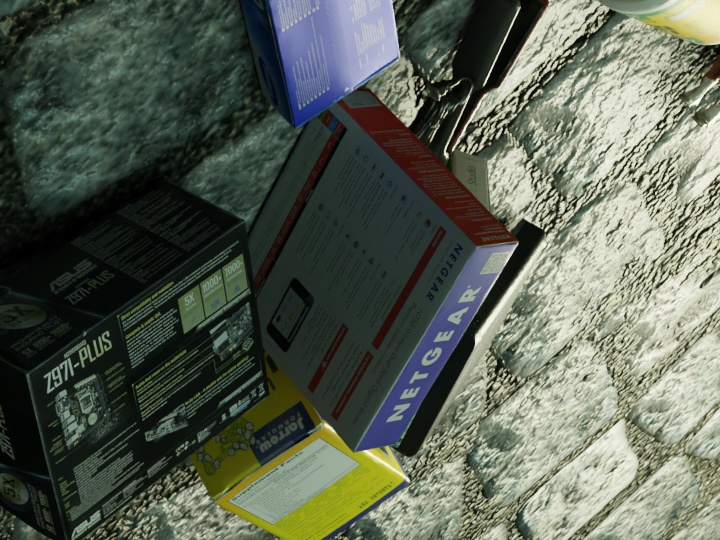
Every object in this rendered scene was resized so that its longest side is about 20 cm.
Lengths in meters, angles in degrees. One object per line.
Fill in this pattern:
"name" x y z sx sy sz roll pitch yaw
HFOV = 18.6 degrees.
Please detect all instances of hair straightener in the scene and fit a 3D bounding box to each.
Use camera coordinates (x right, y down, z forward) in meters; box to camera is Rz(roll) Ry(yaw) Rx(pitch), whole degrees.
"hair straightener" 0.064 -0.136 1.659 0.077 0.041 0.200 -6 139 -49

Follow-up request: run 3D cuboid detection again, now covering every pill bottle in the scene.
"pill bottle" 0.253 -0.235 1.678 0.113 0.113 0.200 -53 151 17

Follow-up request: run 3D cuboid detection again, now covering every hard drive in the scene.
"hard drive" 0.092 0.055 1.863 0.140 0.033 0.200 -64 172 34

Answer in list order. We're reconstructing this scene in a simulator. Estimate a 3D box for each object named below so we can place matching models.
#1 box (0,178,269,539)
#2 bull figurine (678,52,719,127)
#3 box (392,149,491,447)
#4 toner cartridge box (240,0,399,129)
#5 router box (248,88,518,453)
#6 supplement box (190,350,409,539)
"box" -0.168 0.062 1.502 0.200 0.086 0.164 -38 138 -32
"bull figurine" 0.344 -0.172 1.933 0.121 0.065 0.200 -42 150 5
"box" 0.052 0.022 1.755 0.036 0.144 0.200 16 126 -11
"toner cartridge box" -0.031 -0.188 1.451 0.095 0.043 0.200 -34 150 -15
"router box" 0.000 0.000 1.604 0.049 0.180 0.200 -7 136 -47
"supplement box" -0.059 0.136 1.774 0.109 0.110 0.200 -35 153 7
